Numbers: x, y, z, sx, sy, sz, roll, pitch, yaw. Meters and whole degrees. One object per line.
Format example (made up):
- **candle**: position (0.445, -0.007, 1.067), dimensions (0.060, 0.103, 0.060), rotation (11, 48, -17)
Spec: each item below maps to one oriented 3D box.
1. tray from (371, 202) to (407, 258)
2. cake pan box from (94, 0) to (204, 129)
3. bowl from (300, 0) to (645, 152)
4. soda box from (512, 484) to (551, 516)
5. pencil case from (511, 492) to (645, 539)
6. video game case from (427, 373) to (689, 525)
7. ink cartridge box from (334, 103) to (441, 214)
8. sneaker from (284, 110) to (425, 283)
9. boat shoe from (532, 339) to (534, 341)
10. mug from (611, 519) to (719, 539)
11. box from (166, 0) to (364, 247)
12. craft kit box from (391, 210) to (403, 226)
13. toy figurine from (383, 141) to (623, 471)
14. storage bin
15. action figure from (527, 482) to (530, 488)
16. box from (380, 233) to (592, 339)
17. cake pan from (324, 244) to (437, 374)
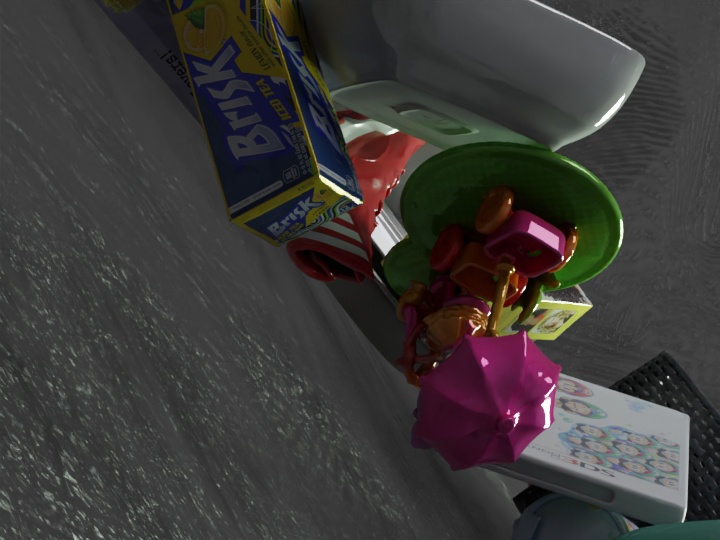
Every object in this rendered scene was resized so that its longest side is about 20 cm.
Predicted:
- **tray**: position (0.042, -0.002, 1.406), dimensions (0.200, 0.022, 0.107), rotation (54, 5, -4)
- **cake pan box**: position (-0.143, -0.193, 1.264), dimensions (0.184, 0.052, 0.200), rotation (52, 6, -36)
- **bowl**: position (0.059, -0.130, 1.155), dimensions (0.199, 0.075, 0.200), rotation (22, -7, -23)
- **soda box**: position (0.204, 0.246, 1.387), dimensions (0.200, 0.071, 0.063), rotation (56, 2, 27)
- **pencil case**: position (0.165, 0.205, 1.264), dimensions (0.091, 0.083, 0.200), rotation (40, 1, 19)
- **video game case**: position (0.143, 0.113, 1.252), dimensions (0.181, 0.024, 0.200), rotation (18, 16, 7)
- **ink cartridge box**: position (0.033, -0.159, 1.495), dimensions (0.199, 0.147, 0.145), rotation (30, -27, 16)
- **sneaker**: position (-0.008, -0.052, 1.243), dimensions (0.200, 0.078, 0.116), rotation (-18, 103, -56)
- **boat shoe**: position (0.084, 0.020, 1.540), dimensions (0.059, 0.072, 0.200), rotation (22, 2, -32)
- **mug**: position (0.184, 0.238, 1.018), dimensions (0.152, 0.114, 0.186), rotation (40, 50, -48)
- **box**: position (-0.065, -0.121, 1.117), dimensions (0.064, 0.070, 0.201), rotation (28, 39, -59)
- **craft kit box**: position (0.045, -0.051, 1.662), dimensions (0.200, 0.049, 0.198), rotation (30, -14, 39)
- **toy figurine**: position (0.069, 0.046, 1.139), dimensions (0.150, 0.200, 0.185), rotation (30, 51, -20)
- **storage bin**: position (0.260, 0.181, 1.382), dimensions (0.200, 0.094, 0.135), rotation (54, -5, 32)
- **action figure**: position (0.172, 0.194, 1.566), dimensions (0.200, 0.052, 0.065), rotation (46, 3, -25)
- **box**: position (0.101, 0.010, 1.370), dimensions (0.200, 0.050, 0.075), rotation (3, 48, -56)
- **cake pan**: position (0.000, 0.000, 1.351), dimensions (0.201, 0.037, 0.200), rotation (53, 6, -8)
